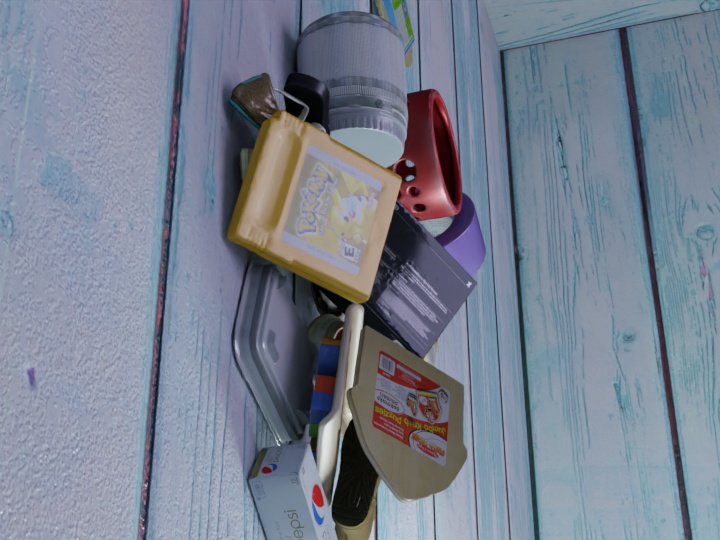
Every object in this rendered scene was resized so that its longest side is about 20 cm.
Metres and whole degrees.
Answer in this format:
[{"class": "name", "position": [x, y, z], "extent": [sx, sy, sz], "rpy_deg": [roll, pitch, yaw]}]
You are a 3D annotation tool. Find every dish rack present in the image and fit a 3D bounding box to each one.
[{"class": "dish rack", "position": [-0.095, 0.100, 1.609], "extent": [0.172, 0.043, 0.201], "rpy_deg": [-84, 160, -47]}]

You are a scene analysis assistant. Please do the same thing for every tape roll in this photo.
[{"class": "tape roll", "position": [0.099, -0.046, 2.137], "extent": [0.200, 0.199, 0.085], "rpy_deg": [-79, 156, -53]}]

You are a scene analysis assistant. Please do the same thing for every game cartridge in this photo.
[{"class": "game cartridge", "position": [-0.052, -0.078, 1.597], "extent": [0.199, 0.032, 0.177], "rpy_deg": [27, 68, -30]}]

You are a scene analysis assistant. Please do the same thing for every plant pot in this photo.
[{"class": "plant pot", "position": [0.052, -0.172, 2.063], "extent": [0.200, 0.182, 0.202], "rpy_deg": [-8, 90, -76]}]

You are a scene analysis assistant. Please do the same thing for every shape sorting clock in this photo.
[{"class": "shape sorting clock", "position": [0.065, -0.497, 2.595], "extent": [0.200, 0.039, 0.201], "rpy_deg": [-9, 90, -74]}]

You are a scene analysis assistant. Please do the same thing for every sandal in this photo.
[{"class": "sandal", "position": [-0.067, -0.208, 1.721], "extent": [0.201, 0.075, 0.048], "rpy_deg": [113, 0, -69]}]

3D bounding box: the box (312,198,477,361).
[{"class": "box", "position": [0.033, 0.003, 1.700], "extent": [0.200, 0.079, 0.141], "rpy_deg": [46, 65, -14]}]

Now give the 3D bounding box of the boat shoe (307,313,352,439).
[{"class": "boat shoe", "position": [-0.015, 0.157, 1.790], "extent": [0.069, 0.074, 0.201], "rpy_deg": [12, -53, 60]}]

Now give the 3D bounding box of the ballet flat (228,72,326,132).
[{"class": "ballet flat", "position": [-0.088, -0.175, 1.659], "extent": [0.200, 0.072, 0.068], "rpy_deg": [50, -4, -39]}]

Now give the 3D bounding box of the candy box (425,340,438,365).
[{"class": "candy box", "position": [0.063, 0.098, 2.082], "extent": [0.200, 0.115, 0.056], "rpy_deg": [-76, 154, -57]}]

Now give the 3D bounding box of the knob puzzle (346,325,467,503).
[{"class": "knob puzzle", "position": [0.052, 0.193, 1.602], "extent": [0.219, 0.030, 0.221], "rpy_deg": [26, 50, -35]}]

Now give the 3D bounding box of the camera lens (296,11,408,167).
[{"class": "camera lens", "position": [-0.012, -0.261, 1.905], "extent": [0.160, 0.159, 0.201], "rpy_deg": [52, 32, -63]}]

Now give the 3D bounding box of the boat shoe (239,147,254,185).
[{"class": "boat shoe", "position": [-0.100, -0.098, 1.662], "extent": [0.200, 0.062, 0.074], "rpy_deg": [53, 32, -63]}]

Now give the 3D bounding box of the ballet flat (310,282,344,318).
[{"class": "ballet flat", "position": [-0.049, -0.023, 1.803], "extent": [0.067, 0.068, 0.201], "rpy_deg": [-81, 158, -73]}]

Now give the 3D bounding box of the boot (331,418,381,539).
[{"class": "boot", "position": [0.001, 0.274, 1.696], "extent": [0.200, 0.066, 0.176], "rpy_deg": [88, 23, -68]}]

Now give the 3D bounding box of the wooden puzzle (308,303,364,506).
[{"class": "wooden puzzle", "position": [-0.039, 0.167, 1.627], "extent": [0.201, 0.046, 0.186], "rpy_deg": [-76, 174, -46]}]

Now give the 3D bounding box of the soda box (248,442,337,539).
[{"class": "soda box", "position": [-0.071, 0.305, 1.542], "extent": [0.068, 0.063, 0.201], "rpy_deg": [-71, 150, -63]}]
